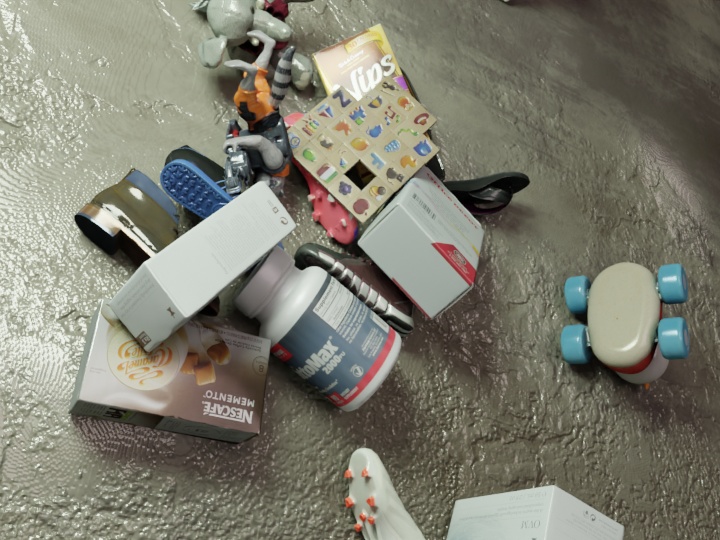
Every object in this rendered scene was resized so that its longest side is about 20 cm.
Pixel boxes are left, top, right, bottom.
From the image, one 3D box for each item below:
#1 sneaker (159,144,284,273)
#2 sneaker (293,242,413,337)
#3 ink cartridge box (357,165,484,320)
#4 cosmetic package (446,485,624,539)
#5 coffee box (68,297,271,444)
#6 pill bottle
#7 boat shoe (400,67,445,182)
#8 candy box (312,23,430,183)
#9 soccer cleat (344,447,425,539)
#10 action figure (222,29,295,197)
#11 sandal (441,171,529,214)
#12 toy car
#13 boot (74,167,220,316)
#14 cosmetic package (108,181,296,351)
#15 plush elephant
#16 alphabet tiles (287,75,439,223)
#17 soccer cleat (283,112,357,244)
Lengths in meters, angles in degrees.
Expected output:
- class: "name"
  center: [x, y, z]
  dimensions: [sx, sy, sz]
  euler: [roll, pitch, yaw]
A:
- class: "sneaker"
  center: [-0.167, -0.080, 0.925]
  dimensions: [0.200, 0.070, 0.078]
  euler: [47, 21, -24]
- class: "sneaker"
  center: [0.000, 0.000, 0.997]
  dimensions: [0.199, 0.075, 0.117]
  euler: [38, 49, -23]
- class: "ink cartridge box"
  center: [0.092, -0.046, 1.006]
  dimensions: [0.146, 0.083, 0.200]
  euler: [45, 25, -6]
- class: "cosmetic package"
  center: [0.188, 0.385, 0.862]
  dimensions: [0.122, 0.199, 0.203]
  euler: [30, 57, -16]
- class: "coffee box"
  center: [-0.209, 0.118, 0.810]
  dimensions: [0.197, 0.080, 0.117]
  euler: [18, 62, -23]
- class: "pill bottle"
  center: [-0.057, 0.068, 0.898]
  dimensions: [0.199, 0.119, 0.120]
  euler: [40, 56, -9]
- class: "boat shoe"
  center: [0.079, -0.224, 1.132]
  dimensions: [0.071, 0.067, 0.203]
  euler: [-22, 84, -37]
- class: "candy box"
  center: [0.017, -0.248, 1.078]
  dimensions: [0.115, 0.056, 0.203]
  euler: [-23, 79, 3]
- class: "soccer cleat"
  center: [0.037, 0.313, 0.889]
  dimensions: [0.077, 0.069, 0.204]
  euler: [-13, 84, -39]
- class: "action figure"
  center: [-0.123, -0.173, 0.901]
  dimensions: [0.102, 0.197, 0.202]
  euler: [-5, 36, -3]
- class: "sandal"
  center: [0.186, -0.113, 1.147]
  dimensions: [0.197, 0.075, 0.049]
  euler: [-12, 70, -24]
- class: "toy car"
  center: [0.448, 0.107, 1.181]
  dimensions: [0.200, 0.181, 0.180]
  euler: [45, 48, -43]
- class: "boot"
  center: [-0.230, -0.036, 0.865]
  dimensions: [0.199, 0.075, 0.098]
  euler: [39, 59, -9]
- class: "cosmetic package"
  center: [-0.167, -0.009, 0.789]
  dimensions: [0.074, 0.101, 0.200]
  euler: [51, 41, -5]
- class: "plush elephant"
  center: [-0.146, -0.341, 0.983]
  dimensions: [0.196, 0.168, 0.155]
  euler: [13, 22, -9]
- class: "alphabet tiles"
  center: [0.009, -0.184, 1.005]
  dimensions: [0.167, 0.008, 0.200]
  euler: [43, 67, 8]
- class: "soccer cleat"
  center: [-0.049, -0.135, 1.023]
  dimensions: [0.076, 0.067, 0.202]
  euler: [-26, 82, -40]
